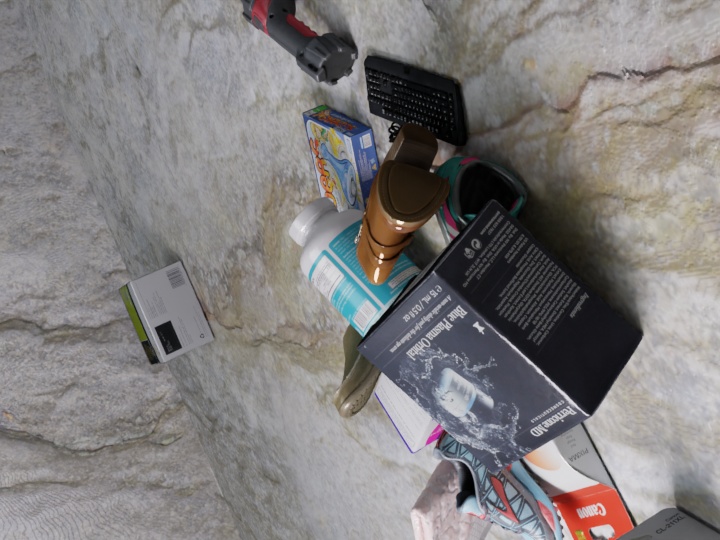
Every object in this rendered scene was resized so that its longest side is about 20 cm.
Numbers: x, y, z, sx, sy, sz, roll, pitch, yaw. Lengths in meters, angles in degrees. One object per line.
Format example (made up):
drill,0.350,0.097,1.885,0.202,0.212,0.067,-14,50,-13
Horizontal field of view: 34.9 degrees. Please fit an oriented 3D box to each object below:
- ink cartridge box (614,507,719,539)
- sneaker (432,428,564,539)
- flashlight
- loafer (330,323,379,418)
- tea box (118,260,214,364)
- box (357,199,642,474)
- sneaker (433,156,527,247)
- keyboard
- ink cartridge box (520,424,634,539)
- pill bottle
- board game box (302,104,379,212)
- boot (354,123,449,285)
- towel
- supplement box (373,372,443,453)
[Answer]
ink cartridge box,0.298,0.360,1.125,0.083,0.145,0.202,23,133,59
sneaker,0.153,0.263,1.326,0.201,0.095,0.079,56,160,5
flashlight,-0.076,-0.303,1.444,0.200,0.068,0.068,42,115,39
loafer,0.003,0.107,1.497,0.067,0.201,0.076,26,137,6
tea box,-0.456,0.101,2.673,0.201,0.133,0.197,67,158,-3
box,0.132,0.071,1.135,0.200,0.118,0.197,42,146,0
sneaker,0.139,-0.033,1.189,0.201,0.083,0.121,66,168,4
keyboard,0.051,-0.177,1.297,0.200,0.039,0.105,32,140,57
ink cartridge box,0.223,0.239,1.313,0.201,0.050,0.162,66,160,10
pill bottle,0.000,0.000,1.442,0.200,0.111,0.111,47,154,15
board game box,-0.014,-0.108,1.531,0.135,0.034,0.201,34,142,54
boot,0.030,-0.050,1.208,0.201,0.076,0.156,-90,20,-58
towel,0.126,0.289,1.416,0.032,0.200,0.192,11,132,27
supplement box,0.096,0.131,1.428,0.104,0.101,0.201,56,157,23
